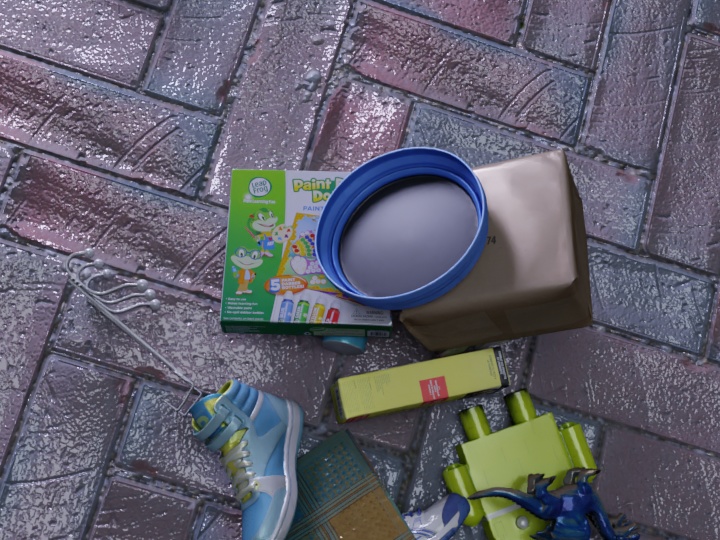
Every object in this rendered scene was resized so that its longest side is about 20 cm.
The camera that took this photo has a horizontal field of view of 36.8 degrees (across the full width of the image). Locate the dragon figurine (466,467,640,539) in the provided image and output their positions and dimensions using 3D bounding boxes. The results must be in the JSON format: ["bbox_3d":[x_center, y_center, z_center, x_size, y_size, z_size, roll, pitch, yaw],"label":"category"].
[{"bbox_3d":[0.226,0.279,1.224,0.199,0.059,0.100,-4,84,-21],"label":"dragon figurine"}]

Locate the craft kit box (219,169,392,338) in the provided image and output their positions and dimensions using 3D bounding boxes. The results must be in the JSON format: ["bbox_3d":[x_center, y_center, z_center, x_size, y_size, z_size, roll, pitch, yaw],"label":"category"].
[{"bbox_3d":[-0.059,-0.022,1.275,0.199,0.049,0.198,1,64,0],"label":"craft kit box"}]

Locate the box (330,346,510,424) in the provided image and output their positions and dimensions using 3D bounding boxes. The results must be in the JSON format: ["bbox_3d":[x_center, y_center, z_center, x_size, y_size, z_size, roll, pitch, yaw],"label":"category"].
[{"bbox_3d":[0.069,0.135,1.271,0.199,0.075,0.050,-9,78,-12],"label":"box"}]

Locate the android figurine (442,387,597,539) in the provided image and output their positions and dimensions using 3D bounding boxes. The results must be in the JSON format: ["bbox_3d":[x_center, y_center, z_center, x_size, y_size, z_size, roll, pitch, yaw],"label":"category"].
[{"bbox_3d":[0.191,0.247,1.282,0.182,0.041,0.201,-15,78,-12],"label":"android figurine"}]

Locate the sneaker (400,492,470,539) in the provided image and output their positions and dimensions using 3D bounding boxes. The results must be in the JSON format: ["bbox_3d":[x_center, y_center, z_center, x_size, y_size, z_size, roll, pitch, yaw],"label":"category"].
[{"bbox_3d":[0.028,0.300,1.217,0.200,0.075,0.088,-34,79,-7],"label":"sneaker"}]

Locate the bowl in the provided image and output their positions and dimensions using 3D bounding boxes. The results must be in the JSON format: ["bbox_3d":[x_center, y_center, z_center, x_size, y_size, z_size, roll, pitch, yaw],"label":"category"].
[{"bbox_3d":[0.047,-0.046,1.204,0.200,0.039,0.201,-12,55,18],"label":"bowl"}]

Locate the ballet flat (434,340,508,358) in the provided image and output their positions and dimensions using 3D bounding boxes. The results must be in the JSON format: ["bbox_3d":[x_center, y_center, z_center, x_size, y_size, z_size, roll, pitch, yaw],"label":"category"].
[{"bbox_3d":[0.169,0.041,1.320,0.071,0.069,0.200,42,73,-18],"label":"ballet flat"}]

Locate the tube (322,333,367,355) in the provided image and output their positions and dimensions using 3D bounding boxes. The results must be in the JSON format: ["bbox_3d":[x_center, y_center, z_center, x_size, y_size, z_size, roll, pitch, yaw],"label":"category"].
[{"bbox_3d":[0.000,0.000,1.309,0.077,0.050,0.201,16,71,-7],"label":"tube"}]

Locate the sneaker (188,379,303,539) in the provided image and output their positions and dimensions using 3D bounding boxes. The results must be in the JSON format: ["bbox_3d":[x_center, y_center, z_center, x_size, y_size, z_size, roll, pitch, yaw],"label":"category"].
[{"bbox_3d":[-0.135,0.208,1.174,0.130,0.080,0.200,31,38,-27],"label":"sneaker"}]

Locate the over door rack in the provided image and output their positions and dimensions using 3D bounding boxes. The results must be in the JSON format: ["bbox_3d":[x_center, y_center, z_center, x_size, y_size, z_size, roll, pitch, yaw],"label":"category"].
[{"bbox_3d":[-0.238,0.065,1.202,0.067,0.148,0.200,-39,85,-10],"label":"over door rack"}]

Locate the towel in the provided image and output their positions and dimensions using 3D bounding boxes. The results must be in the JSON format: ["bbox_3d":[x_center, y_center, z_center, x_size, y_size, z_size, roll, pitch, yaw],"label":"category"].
[{"bbox_3d":[-0.028,0.287,1.195,0.146,0.022,0.200,-30,55,-9],"label":"towel"}]

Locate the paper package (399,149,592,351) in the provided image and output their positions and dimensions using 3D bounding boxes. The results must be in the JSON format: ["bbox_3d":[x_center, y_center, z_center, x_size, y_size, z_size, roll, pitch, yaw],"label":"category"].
[{"bbox_3d":[0.153,-0.022,1.240,0.199,0.104,0.191,-10,57,19],"label":"paper package"}]
